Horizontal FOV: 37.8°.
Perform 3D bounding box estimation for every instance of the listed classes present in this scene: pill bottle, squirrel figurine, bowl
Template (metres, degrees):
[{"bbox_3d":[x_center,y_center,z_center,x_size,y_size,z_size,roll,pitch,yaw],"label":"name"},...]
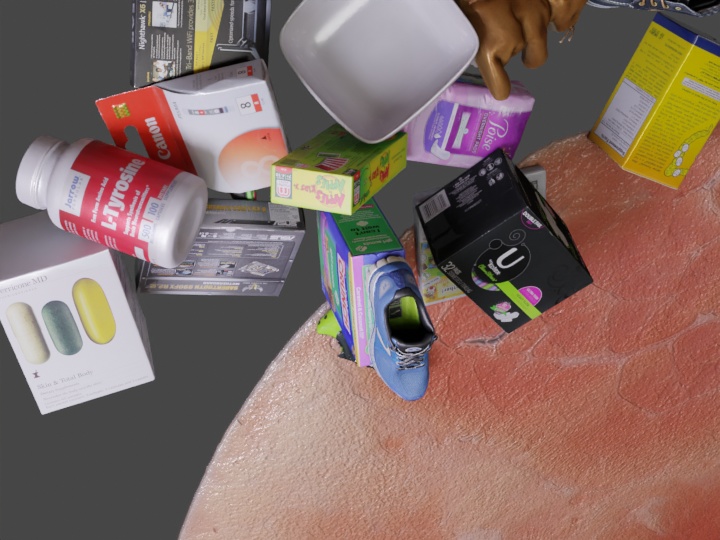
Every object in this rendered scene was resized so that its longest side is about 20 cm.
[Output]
[{"bbox_3d":[-0.287,-0.086,1.217,0.199,0.112,0.113,19,116,6],"label":"pill bottle"},{"bbox_3d":[0.199,-0.346,1.302,0.186,0.142,0.201,-27,127,-9],"label":"squirrel figurine"},{"bbox_3d":[0.023,-0.273,1.282,0.199,0.075,0.200,-41,84,6],"label":"bowl"}]

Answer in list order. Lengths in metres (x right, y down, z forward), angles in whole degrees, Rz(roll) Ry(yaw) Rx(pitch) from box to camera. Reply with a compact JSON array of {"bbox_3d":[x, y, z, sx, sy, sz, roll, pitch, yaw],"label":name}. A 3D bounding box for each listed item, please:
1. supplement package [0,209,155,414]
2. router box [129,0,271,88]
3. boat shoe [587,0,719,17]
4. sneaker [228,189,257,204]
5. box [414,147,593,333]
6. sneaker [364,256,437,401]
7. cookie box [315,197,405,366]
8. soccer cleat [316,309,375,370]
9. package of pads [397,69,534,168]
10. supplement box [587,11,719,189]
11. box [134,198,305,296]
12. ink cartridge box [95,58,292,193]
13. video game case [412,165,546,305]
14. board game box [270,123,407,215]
[{"bbox_3d":[-0.365,0.042,1.328,0.151,0.151,0.201,-17,123,-8],"label":"supplement package"},{"bbox_3d":[-0.183,-0.308,1.212,0.156,0.052,0.202,0,103,-19],"label":"router box"},{"bbox_3d":[0.386,-0.371,1.372,0.199,0.091,0.071,-7,122,-14],"label":"boat shoe"},{"bbox_3d":[-0.197,-0.156,1.325,0.083,0.077,0.200,-27,120,16],"label":"sneaker"},{"bbox_3d":[0.196,-0.036,1.432,0.148,0.125,0.200,-34,134,18],"label":"box"},{"bbox_3d":[0.051,0.086,1.290,0.078,0.089,0.201,-16,124,-6],"label":"sneaker"},{"bbox_3d":[0.000,0.000,1.397,0.075,0.200,0.172,-11,122,-12],"label":"cookie box"},{"bbox_3d":[0.016,0.115,1.560,0.081,0.068,0.200,-32,125,23],"label":"soccer cleat"},{"bbox_3d":[0.119,-0.201,1.394,0.199,0.076,0.121,6,121,-21],"label":"package of pads"},{"bbox_3d":[0.425,-0.234,1.457,0.109,0.109,0.201,16,114,-26],"label":"supplement box"},{"bbox_3d":[-0.185,-0.028,1.371,0.199,0.049,0.159,1,147,-19],"label":"box"},{"bbox_3d":[-0.187,-0.152,1.229,0.199,0.050,0.163,-15,140,0],"label":"ink cartridge box"},{"bbox_3d":[0.176,-0.050,1.535,0.199,0.023,0.183,-14,123,-12],"label":"video game case"},{"bbox_3d":[-0.022,-0.127,1.272,0.101,0.200,0.048,10,115,18],"label":"board game box"}]
